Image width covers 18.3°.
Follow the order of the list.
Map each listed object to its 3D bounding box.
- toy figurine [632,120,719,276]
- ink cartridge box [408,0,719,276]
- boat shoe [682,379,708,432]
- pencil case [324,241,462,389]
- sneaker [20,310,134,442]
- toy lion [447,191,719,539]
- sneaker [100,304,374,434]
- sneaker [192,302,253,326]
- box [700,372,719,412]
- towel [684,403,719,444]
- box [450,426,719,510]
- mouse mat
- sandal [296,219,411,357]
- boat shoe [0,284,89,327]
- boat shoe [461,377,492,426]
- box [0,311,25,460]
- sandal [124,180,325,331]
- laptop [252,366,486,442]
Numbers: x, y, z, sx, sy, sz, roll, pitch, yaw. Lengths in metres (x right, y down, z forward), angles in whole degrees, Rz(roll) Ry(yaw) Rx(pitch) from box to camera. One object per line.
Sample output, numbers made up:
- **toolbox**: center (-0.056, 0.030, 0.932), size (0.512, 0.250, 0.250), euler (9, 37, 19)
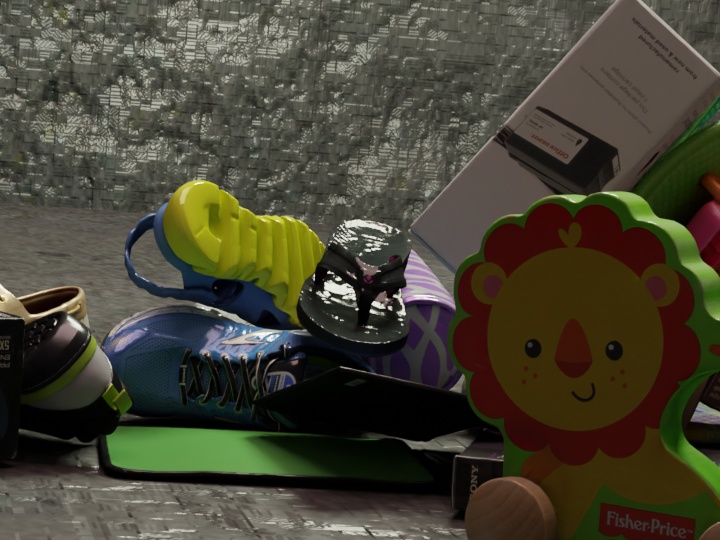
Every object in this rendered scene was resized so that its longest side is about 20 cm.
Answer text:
- **toy figurine**: center (0.278, 0.020, 1.412), size (0.184, 0.150, 0.200), euler (46, 17, 31)
- **ink cartridge box**: center (0.134, -0.069, 1.418), size (0.084, 0.200, 0.145), euler (44, 7, 8)
- **boat shoe**: center (0.171, 0.077, 1.423), size (0.068, 0.072, 0.200), euler (29, -12, 0)
- **pencil case**: center (0.020, 0.031, 1.629), size (0.084, 0.086, 0.200), euler (-1, 17, -11)
- **sneaker**: center (-0.200, 0.081, 1.378), size (0.083, 0.072, 0.200), euler (46, -23, -17)
- **toy lion**: center (0.133, 0.059, 1.101), size (0.200, 0.192, 0.069), euler (8, 6, 31)
- **sneaker**: center (-0.077, 0.066, 1.478), size (0.200, 0.079, 0.089), euler (2, 3, -24)
- **sneaker**: center (-0.064, 0.054, 1.625), size (0.087, 0.076, 0.200), euler (6, 6, 17)
- **box**: center (0.194, 0.028, 1.584), size (0.200, 0.075, 0.100), euler (28, 1, 32)
- **towel**: center (0.217, 0.104, 1.627), size (0.200, 0.023, 0.144), euler (0, 6, -37)
- **box**: center (0.159, 0.123, 1.289), size (0.200, 0.036, 0.143), euler (7, 4, 11)
- **mouse mat**: center (-0.059, 0.113, 1.369), size (0.200, 0.008, 0.161), euler (4, 5, -8)
- **sandal**: center (-0.001, 0.000, 1.507), size (0.075, 0.048, 0.201), euler (10, 24, -2)
- **boat shoe**: center (-0.272, 0.040, 1.626), size (0.074, 0.069, 0.200), euler (8, 6, 31)
- **boat shoe**: center (0.107, 0.084, 1.546), size (0.072, 0.065, 0.200), euler (48, 9, -18)
- **box**: center (-0.315, 0.057, 1.315), size (0.164, 0.086, 0.200), euler (1, 6, -37)
- **sandal**: center (-0.089, -0.001, 1.541), size (0.087, 0.080, 0.200), euler (-18, -32, 31)
- **laptop**: center (0.058, 0.044, 1.390), size (0.200, 0.103, 0.177), euler (-44, 7, -21)
